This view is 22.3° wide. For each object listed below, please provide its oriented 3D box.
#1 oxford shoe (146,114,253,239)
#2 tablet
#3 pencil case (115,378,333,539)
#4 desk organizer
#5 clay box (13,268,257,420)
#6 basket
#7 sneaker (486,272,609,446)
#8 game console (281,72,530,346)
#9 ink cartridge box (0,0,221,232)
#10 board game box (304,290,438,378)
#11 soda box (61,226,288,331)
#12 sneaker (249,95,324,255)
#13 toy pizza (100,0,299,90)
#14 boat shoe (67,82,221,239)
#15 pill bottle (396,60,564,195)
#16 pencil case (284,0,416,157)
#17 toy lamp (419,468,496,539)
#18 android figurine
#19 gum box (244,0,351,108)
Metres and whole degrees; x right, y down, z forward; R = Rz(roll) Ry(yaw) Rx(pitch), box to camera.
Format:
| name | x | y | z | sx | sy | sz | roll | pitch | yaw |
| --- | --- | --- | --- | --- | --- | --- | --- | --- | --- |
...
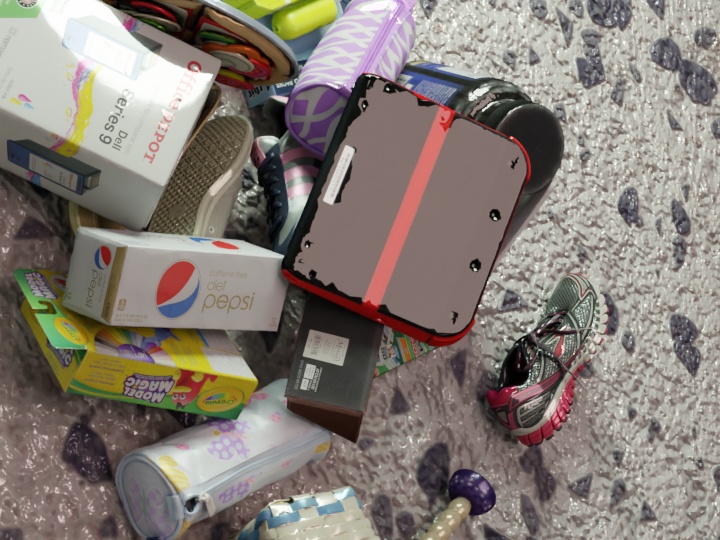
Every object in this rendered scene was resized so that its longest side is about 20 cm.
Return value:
| name | x | y | z | sx | sy | sz | roll | pitch | yaw |
| --- | --- | --- | --- | --- | --- | --- | --- | --- | --- |
| oxford shoe | -0.143 | -0.057 | 1.631 | 0.058 | 0.075 | 0.201 | 62 | 36 | -46 |
| tablet | 0.132 | -0.034 | 1.766 | 0.014 | 0.200 | 0.130 | 32 | 25 | -7 |
| pencil case | -0.114 | 0.161 | 1.568 | 0.200 | 0.091 | 0.083 | -25 | 97 | -45 |
| desk organizer | -0.013 | 0.044 | 1.614 | 0.071 | 0.077 | 0.201 | 12 | 62 | 1 |
| clay box | -0.194 | 0.061 | 1.516 | 0.199 | 0.048 | 0.115 | 13 | 27 | -38 |
| basket | -0.038 | 0.298 | 1.546 | 0.139 | 0.176 | 0.201 | -15 | 74 | -30 |
| sneaker | 0.195 | 0.081 | 1.885 | 0.075 | 0.080 | 0.200 | 41 | 53 | -23 |
| game console | 0.044 | -0.051 | 1.583 | 0.176 | 0.031 | 0.201 | 23 | 76 | -7 |
| ink cartridge box | -0.234 | -0.144 | 1.508 | 0.199 | 0.088 | 0.146 | 27 | 57 | -8 |
| board game box | 0.000 | 0.000 | 1.766 | 0.134 | 0.029 | 0.201 | -22 | 92 | -45 |
| soda box | -0.148 | 0.009 | 1.512 | 0.200 | 0.064 | 0.068 | 4 | 101 | -50 |
| sneaker | -0.071 | -0.076 | 1.665 | 0.082 | 0.070 | 0.201 | 26 | 45 | -16 |
| toy pizza | -0.149 | -0.200 | 1.582 | 0.200 | 0.200 | 0.032 | 28 | 78 | -33 |
| boat shoe | -0.187 | -0.097 | 1.587 | 0.201 | 0.063 | 0.073 | -60 | 143 | -40 |
| pill bottle | 0.100 | -0.131 | 1.728 | 0.111 | 0.200 | 0.112 | -9 | 108 | -29 |
| pencil case | -0.006 | -0.184 | 1.689 | 0.084 | 0.086 | 0.200 | 31 | 38 | -7 |
| toy lamp | 0.059 | 0.266 | 1.718 | 0.200 | 0.058 | 0.058 | -45 | 108 | -40 |
| android figurine | -0.086 | -0.306 | 1.713 | 0.200 | 0.041 | 0.183 | -31 | 98 | -42 |
| gum box | -0.065 | -0.270 | 1.780 | 0.170 | 0.044 | 0.201 | -17 | 89 | -44 |
